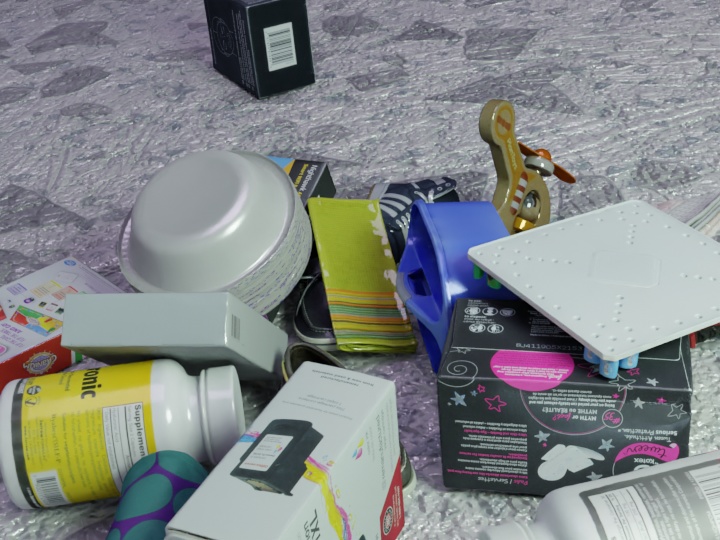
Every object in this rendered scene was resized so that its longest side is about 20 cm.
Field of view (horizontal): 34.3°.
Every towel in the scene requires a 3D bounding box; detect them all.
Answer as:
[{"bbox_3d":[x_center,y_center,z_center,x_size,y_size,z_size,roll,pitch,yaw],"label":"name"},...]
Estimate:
[{"bbox_3d":[0.000,0.000,1.198,0.085,0.018,0.202,4,49,-20],"label":"towel"},{"bbox_3d":[0.272,-0.027,1.201,0.190,0.033,0.199,-13,16,45],"label":"towel"}]

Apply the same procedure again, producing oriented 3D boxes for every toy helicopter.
[{"bbox_3d":[0.170,-0.104,1.253,0.078,0.201,0.132,18,54,38],"label":"toy helicopter"}]

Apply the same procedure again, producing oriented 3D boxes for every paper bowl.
[{"bbox_3d":[-0.156,-0.043,1.204,0.198,0.105,0.203,-10,50,12],"label":"paper bowl"}]

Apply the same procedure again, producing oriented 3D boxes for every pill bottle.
[{"bbox_3d":[0.187,0.197,0.807,0.197,0.112,0.111,-12,29,-8],"label":"pill bottle"},{"bbox_3d":[-0.201,0.136,1.002,0.197,0.113,0.112,-7,29,-2],"label":"pill bottle"}]

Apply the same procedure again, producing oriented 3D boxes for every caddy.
[{"bbox_3d":[0.086,0.014,1.126,0.103,0.143,0.201,-6,28,-6],"label":"caddy"}]

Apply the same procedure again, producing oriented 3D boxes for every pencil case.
[{"bbox_3d":[-0.159,0.226,0.861,0.084,0.093,0.201,28,26,-9],"label":"pencil case"}]

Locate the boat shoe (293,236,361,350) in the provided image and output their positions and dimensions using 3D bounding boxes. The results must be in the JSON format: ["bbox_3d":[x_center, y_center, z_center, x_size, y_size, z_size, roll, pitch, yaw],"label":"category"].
[{"bbox_3d":[-0.034,0.017,1.229,0.073,0.063,0.201,-3,31,4],"label":"boat shoe"}]

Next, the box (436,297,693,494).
[{"bbox_3d":[0.170,0.105,0.971,0.197,0.116,0.133,2,29,12],"label":"box"}]

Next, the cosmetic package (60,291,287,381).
[{"bbox_3d":[-0.162,0.064,1.064,0.148,0.053,0.200,-3,-14,10],"label":"cosmetic package"}]

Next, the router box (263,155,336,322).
[{"bbox_3d":[-0.131,-0.040,1.296,0.147,0.051,0.202,7,54,24],"label":"router box"}]

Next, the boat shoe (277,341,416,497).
[{"bbox_3d":[-0.018,0.130,1.023,0.071,0.061,0.201,-20,32,-23],"label":"boat shoe"}]

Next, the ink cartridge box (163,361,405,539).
[{"bbox_3d":[-0.046,0.186,0.842,0.082,0.148,0.200,10,33,23],"label":"ink cartridge box"}]

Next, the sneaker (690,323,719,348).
[{"bbox_3d":[0.335,0.019,1.125,0.197,0.080,0.096,-9,27,-5],"label":"sneaker"}]

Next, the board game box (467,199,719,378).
[{"bbox_3d":[0.223,0.009,0.987,0.198,0.026,0.200,-17,32,-24],"label":"board game box"}]

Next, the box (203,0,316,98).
[{"bbox_3d":[-0.166,-0.385,1.883,0.106,0.150,0.200,-19,32,-22],"label":"box"}]

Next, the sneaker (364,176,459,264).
[{"bbox_3d":[0.058,-0.051,1.321,0.107,0.071,0.201,-3,26,10],"label":"sneaker"}]

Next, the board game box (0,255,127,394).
[{"bbox_3d":[-0.356,0.061,1.243,0.199,0.041,0.152,-27,35,-31],"label":"board game box"}]
